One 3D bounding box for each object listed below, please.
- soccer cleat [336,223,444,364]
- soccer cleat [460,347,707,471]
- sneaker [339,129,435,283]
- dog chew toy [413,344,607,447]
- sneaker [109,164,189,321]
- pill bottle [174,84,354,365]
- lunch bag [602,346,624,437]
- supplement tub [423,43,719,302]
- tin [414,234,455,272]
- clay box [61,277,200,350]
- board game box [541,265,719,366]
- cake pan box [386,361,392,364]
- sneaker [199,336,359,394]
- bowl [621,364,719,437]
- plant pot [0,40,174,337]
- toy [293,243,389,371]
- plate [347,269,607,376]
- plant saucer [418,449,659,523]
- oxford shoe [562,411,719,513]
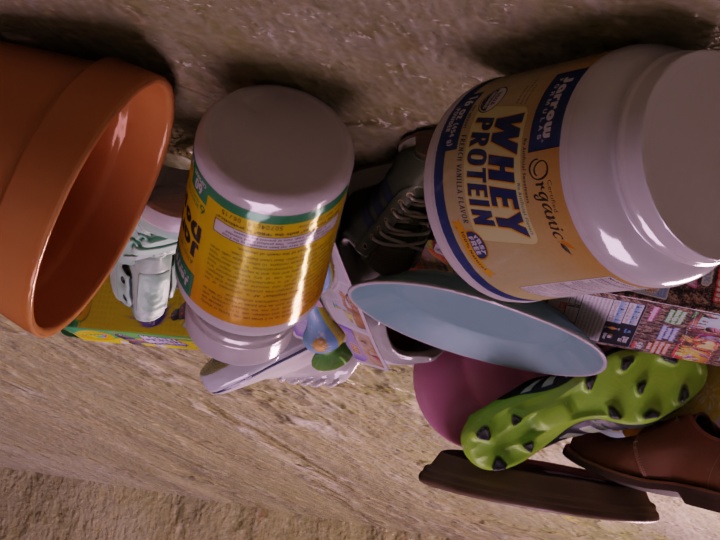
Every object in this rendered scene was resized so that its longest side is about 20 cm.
[{"bbox_3d":[0.000,0.000,1.754,0.200,0.070,0.086,46,163,-26],"label":"soccer cleat"},{"bbox_3d":[0.170,0.097,1.704,0.198,0.068,0.081,-20,-166,5],"label":"soccer cleat"},{"bbox_3d":[0.036,-0.039,1.618,0.067,0.091,0.200,17,165,-19],"label":"sneaker"},{"bbox_3d":[0.130,0.078,1.819,0.124,0.126,0.200,18,155,-26],"label":"dog chew toy"},{"bbox_3d":[-0.150,-0.016,1.711,0.073,0.119,0.200,-8,-169,-19],"label":"sneaker"},{"bbox_3d":[-0.074,-0.026,1.561,0.112,0.113,0.201,12,139,-3],"label":"pill bottle"},{"bbox_3d":[0.269,0.078,1.855,0.169,0.128,0.200,16,149,-20],"label":"lunch bag"},{"bbox_3d":[0.147,-0.058,1.331,0.144,0.146,0.199,20,164,-32],"label":"supplement tub"},{"bbox_3d":[0.082,-0.013,1.801,0.111,0.042,0.200,6,166,8],"label":"tin"},{"bbox_3d":[-0.186,0.006,1.934,0.198,0.116,0.048,3,164,29],"label":"clay box"},{"bbox_3d":[0.234,0.000,1.595,0.198,0.098,0.160,11,167,4],"label":"board game box"},{"bbox_3d":[-0.013,0.045,2.089,0.183,0.053,0.199,2,164,40],"label":"cake pan box"},{"bbox_3d":[-0.042,0.072,1.923,0.199,0.071,0.073,-24,-166,-2],"label":"sneaker"},{"bbox_3d":[0.308,0.116,1.750,0.199,0.201,0.108,16,-150,-20],"label":"bowl"},{"bbox_3d":[-0.238,-0.072,1.537,0.139,0.201,0.200,25,168,9],"label":"plant pot"},{"bbox_3d":[-0.058,0.000,1.688,0.115,0.047,0.201,19,144,45],"label":"toy"},{"bbox_3d":[0.088,0.034,1.611,0.198,0.026,0.200,15,166,4],"label":"plate"},{"bbox_3d":[0.146,0.173,1.779,0.198,0.030,0.200,10,179,0],"label":"plant saucer"},{"bbox_3d":[0.242,0.142,1.699,0.199,0.072,0.071,9,178,45],"label":"oxford shoe"}]
